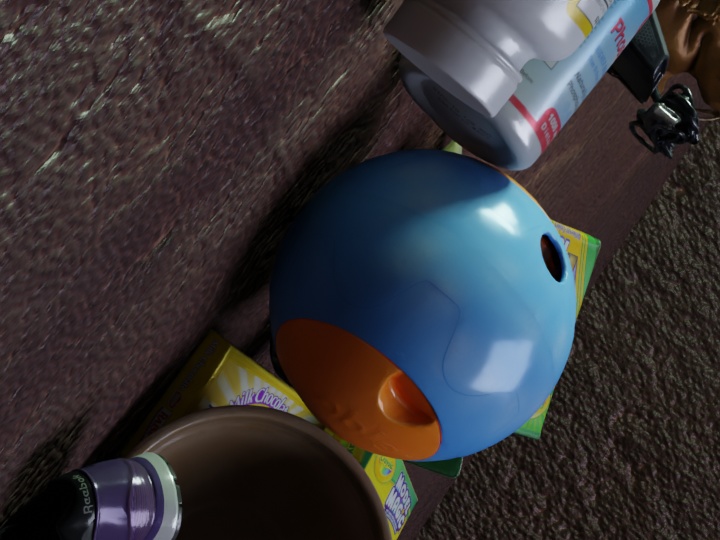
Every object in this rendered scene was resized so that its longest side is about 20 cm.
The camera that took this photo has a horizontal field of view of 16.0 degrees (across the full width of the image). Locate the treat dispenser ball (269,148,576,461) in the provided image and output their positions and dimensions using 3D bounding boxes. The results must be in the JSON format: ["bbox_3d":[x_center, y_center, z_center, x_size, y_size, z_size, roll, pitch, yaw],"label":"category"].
[{"bbox_3d":[0.040,0.022,1.656,0.201,0.200,0.201,-51,170,-12],"label":"treat dispenser ball"}]

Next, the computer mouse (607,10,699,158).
[{"bbox_3d":[0.171,-0.171,1.739,0.052,0.201,0.139,-18,178,-2],"label":"computer mouse"}]

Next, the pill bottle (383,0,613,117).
[{"bbox_3d":[0.104,-0.191,1.462,0.200,0.111,0.111,-53,171,-1],"label":"pill bottle"}]

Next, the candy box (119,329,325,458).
[{"bbox_3d":[-0.081,0.116,1.733,0.103,0.026,0.200,-56,149,-4],"label":"candy box"}]

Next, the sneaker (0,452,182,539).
[{"bbox_3d":[-0.193,0.172,1.540,0.087,0.076,0.200,-1,145,-39],"label":"sneaker"}]

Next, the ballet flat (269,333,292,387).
[{"bbox_3d":[0.000,0.000,1.813,0.201,0.072,0.072,-56,170,9],"label":"ballet flat"}]

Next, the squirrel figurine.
[{"bbox_3d":[0.256,-0.200,1.937,0.142,0.186,0.200,-46,168,-34],"label":"squirrel figurine"}]

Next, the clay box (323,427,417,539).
[{"bbox_3d":[-0.019,0.187,1.780,0.201,0.047,0.115,-60,154,-23],"label":"clay box"}]

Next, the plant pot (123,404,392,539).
[{"bbox_3d":[-0.083,0.190,1.646,0.201,0.201,0.093,-51,-175,-13],"label":"plant pot"}]

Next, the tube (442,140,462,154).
[{"bbox_3d":[0.023,-0.013,1.923,0.058,0.052,0.200,-2,-133,57],"label":"tube"}]

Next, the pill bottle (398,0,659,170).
[{"bbox_3d":[0.123,-0.171,1.635,0.200,0.109,0.109,-51,171,-11],"label":"pill bottle"}]

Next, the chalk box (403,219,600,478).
[{"bbox_3d":[0.071,0.047,1.869,0.124,0.124,0.201,22,85,-56],"label":"chalk box"}]
